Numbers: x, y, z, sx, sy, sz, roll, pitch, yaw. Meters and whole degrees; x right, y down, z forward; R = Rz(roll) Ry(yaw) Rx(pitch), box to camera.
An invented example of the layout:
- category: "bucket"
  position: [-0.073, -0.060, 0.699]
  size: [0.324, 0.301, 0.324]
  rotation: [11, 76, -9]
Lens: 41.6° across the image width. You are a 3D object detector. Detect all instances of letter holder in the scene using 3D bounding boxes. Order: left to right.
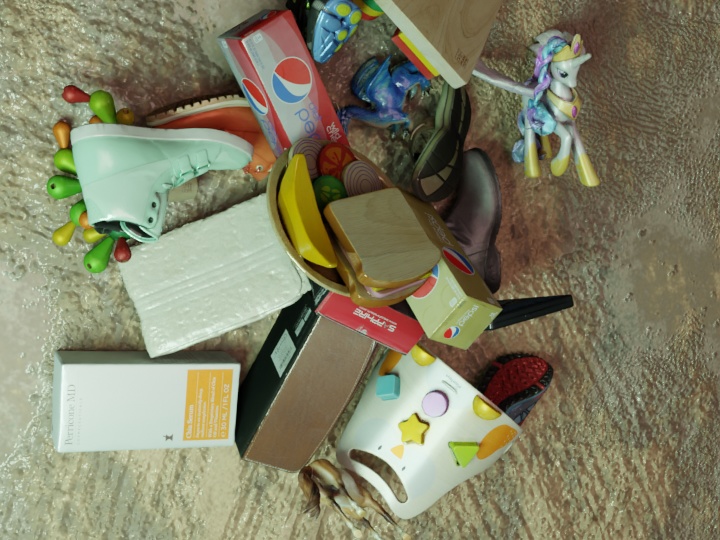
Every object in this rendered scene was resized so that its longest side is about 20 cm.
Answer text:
- category: "letter holder"
  position: [-0.046, 0.135, 1.125]
  size: [0.142, 0.101, 0.200]
  rotation: [23, 104, -26]

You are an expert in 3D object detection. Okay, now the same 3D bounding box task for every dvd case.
- category: "dvd case"
  position: [0.137, 0.055, 1.154]
  size: [0.143, 0.200, 0.018]
  rotation: [-13, 93, -37]

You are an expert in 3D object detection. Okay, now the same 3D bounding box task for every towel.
- category: "towel"
  position: [-0.165, 0.004, 1.075]
  size: [0.200, 0.034, 0.133]
  rotation: [-21, 81, -3]

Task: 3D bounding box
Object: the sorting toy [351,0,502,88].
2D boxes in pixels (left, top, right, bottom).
- category: "sorting toy"
  position: [0.066, -0.339, 1.118]
  size: [0.199, 0.070, 0.200]
  rotation: [43, 52, -25]

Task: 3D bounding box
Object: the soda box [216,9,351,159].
- category: "soda box"
  position: [-0.077, -0.182, 1.046]
  size: [0.070, 0.063, 0.200]
  rotation: [-38, 121, -21]

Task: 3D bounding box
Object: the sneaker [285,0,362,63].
- category: "sneaker"
  position: [-0.048, -0.279, 1.047]
  size: [0.083, 0.200, 0.071]
  rotation: [43, 96, -11]

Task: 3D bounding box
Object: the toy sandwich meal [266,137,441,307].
- category: "toy sandwich meal"
  position: [-0.006, -0.058, 0.992]
  size: [0.205, 0.070, 0.205]
  rotation: [17, 58, -30]

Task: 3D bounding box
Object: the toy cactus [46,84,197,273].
- category: "toy cactus"
  position: [-0.257, -0.098, 1.039]
  size: [0.165, 0.102, 0.200]
  rotation: [-3, 90, -34]

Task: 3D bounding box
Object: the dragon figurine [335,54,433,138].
- category: "dragon figurine"
  position: [0.029, -0.227, 1.158]
  size: [0.099, 0.059, 0.200]
  rotation: [29, 86, -25]

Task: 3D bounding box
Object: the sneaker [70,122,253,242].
- category: "sneaker"
  position: [-0.199, -0.086, 0.988]
  size: [0.200, 0.074, 0.118]
  rotation: [-3, 83, -37]

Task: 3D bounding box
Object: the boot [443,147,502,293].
- category: "boot"
  position: [0.111, -0.054, 1.217]
  size: [0.132, 0.070, 0.200]
  rotation: [-7, 96, -18]

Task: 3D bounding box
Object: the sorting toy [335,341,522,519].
- category: "sorting toy"
  position: [0.067, 0.201, 1.167]
  size: [0.200, 0.107, 0.180]
  rotation: [39, 88, 12]

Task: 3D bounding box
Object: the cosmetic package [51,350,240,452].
- category: "cosmetic package"
  position: [-0.244, 0.147, 1.081]
  size: [0.200, 0.071, 0.102]
  rotation: [2, 97, -24]

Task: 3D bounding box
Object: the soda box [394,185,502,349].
- category: "soda box"
  position: [0.078, -0.007, 1.079]
  size: [0.064, 0.200, 0.068]
  rotation: [19, 120, -40]

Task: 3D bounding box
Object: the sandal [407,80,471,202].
- category: "sandal"
  position: [0.092, -0.158, 1.171]
  size: [0.080, 0.057, 0.201]
  rotation: [65, 32, -40]

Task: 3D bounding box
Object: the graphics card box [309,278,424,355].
- category: "graphics card box"
  position: [0.000, 0.000, 1.103]
  size: [0.125, 0.200, 0.051]
  rotation: [26, 115, -24]

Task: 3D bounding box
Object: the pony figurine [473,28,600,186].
- category: "pony figurine"
  position: [0.230, -0.220, 1.196]
  size: [0.166, 0.193, 0.200]
  rotation: [-21, 124, -17]

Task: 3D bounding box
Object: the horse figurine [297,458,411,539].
- category: "horse figurine"
  position: [-0.021, 0.270, 1.121]
  size: [0.050, 0.133, 0.200]
  rotation: [-51, 142, -2]

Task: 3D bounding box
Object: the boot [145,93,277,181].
- category: "boot"
  position: [-0.144, -0.152, 1.086]
  size: [0.200, 0.075, 0.107]
  rotation: [-8, 105, -24]

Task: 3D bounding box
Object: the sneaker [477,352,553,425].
- category: "sneaker"
  position: [0.185, 0.191, 1.291]
  size: [0.200, 0.079, 0.096]
  rotation: [-37, 146, -28]
